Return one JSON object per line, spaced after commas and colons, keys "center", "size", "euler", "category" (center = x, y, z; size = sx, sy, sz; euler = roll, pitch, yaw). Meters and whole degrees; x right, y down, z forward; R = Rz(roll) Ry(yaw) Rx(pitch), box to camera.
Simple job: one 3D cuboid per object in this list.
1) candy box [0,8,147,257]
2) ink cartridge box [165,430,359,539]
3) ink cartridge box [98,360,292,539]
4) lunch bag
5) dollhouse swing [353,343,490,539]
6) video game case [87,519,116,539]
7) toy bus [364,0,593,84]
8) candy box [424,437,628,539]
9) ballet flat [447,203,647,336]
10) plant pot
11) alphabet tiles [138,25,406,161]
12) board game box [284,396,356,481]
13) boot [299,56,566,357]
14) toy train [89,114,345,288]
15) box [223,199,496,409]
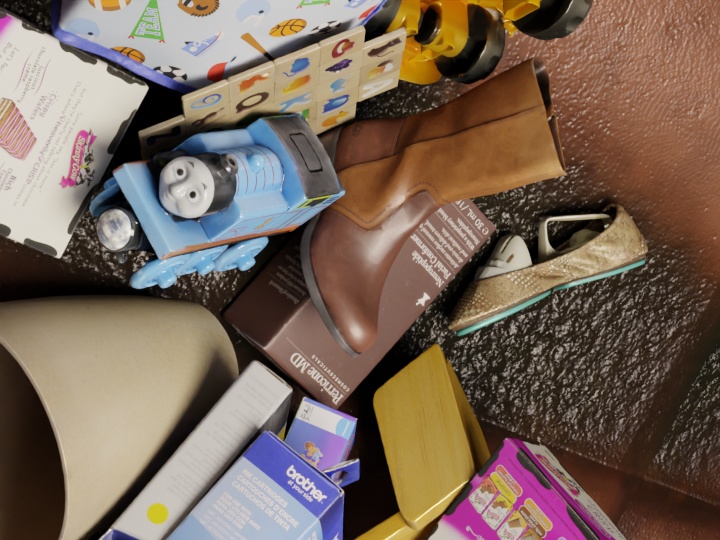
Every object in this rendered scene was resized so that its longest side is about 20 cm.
{"center": [-0.259, -0.109, 1.327], "size": [0.200, 0.061, 0.137], "euler": [26, 95, -38], "category": "candy box"}
{"center": [-0.081, 0.198, 1.383], "size": [0.200, 0.076, 0.137], "euler": [-49, 167, -17], "category": "ink cartridge box"}
{"center": [-0.129, 0.176, 1.434], "size": [0.200, 0.047, 0.198], "euler": [-51, 172, -20], "category": "ink cartridge box"}
{"center": [-0.083, -0.205, 1.339], "size": [0.200, 0.124, 0.170], "euler": [23, 133, -33], "category": "lunch bag"}
{"center": [0.026, 0.202, 1.633], "size": [0.175, 0.182, 0.200], "euler": [-20, 143, 6], "category": "dollhouse swing"}
{"center": [-0.174, 0.222, 1.563], "size": [0.200, 0.036, 0.182], "euler": [-27, 123, -21], "category": "video game case"}
{"center": [0.067, -0.253, 1.445], "size": [0.135, 0.200, 0.193], "euler": [15, 60, -39], "category": "toy bus"}
{"center": [0.105, 0.246, 1.507], "size": [0.061, 0.136, 0.200], "euler": [19, 114, -50], "category": "candy box"}
{"center": [0.149, -0.007, 1.670], "size": [0.200, 0.070, 0.066], "euler": [-21, 94, -28], "category": "ballet flat"}
{"center": [-0.190, 0.092, 1.421], "size": [0.200, 0.187, 0.188], "euler": [-21, 123, -43], "category": "plant pot"}
{"center": [-0.062, -0.115, 1.415], "size": [0.199, 0.006, 0.166], "euler": [-22, 165, -9], "category": "alphabet tiles"}
{"center": [-0.062, 0.205, 1.530], "size": [0.045, 0.134, 0.201], "euler": [22, 78, 4], "category": "board game box"}
{"center": [0.059, -0.044, 1.444], "size": [0.199, 0.189, 0.068], "euler": [-16, 142, 22], "category": "boot"}
{"center": [-0.101, -0.051, 1.382], "size": [0.114, 0.087, 0.200], "euler": [-35, 170, 26], "category": "toy train"}
{"center": [0.000, 0.000, 1.556], "size": [0.200, 0.075, 0.100], "euler": [-48, 129, -4], "category": "box"}
